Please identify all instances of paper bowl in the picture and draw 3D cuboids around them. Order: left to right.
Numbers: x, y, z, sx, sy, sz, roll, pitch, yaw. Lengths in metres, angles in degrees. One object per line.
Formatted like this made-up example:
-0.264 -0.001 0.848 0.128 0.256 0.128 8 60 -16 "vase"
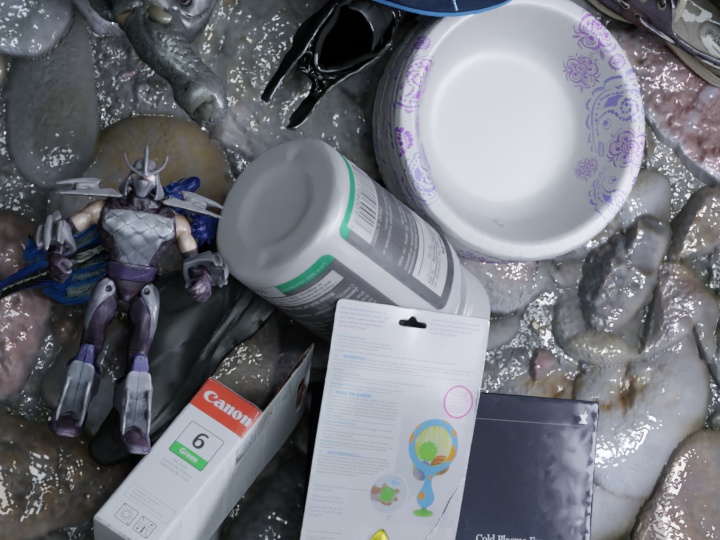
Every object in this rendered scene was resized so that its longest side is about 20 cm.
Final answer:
0.105 -0.106 1.493 0.199 0.104 0.202 1 88 -19 "paper bowl"

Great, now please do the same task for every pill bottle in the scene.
0.000 0.000 1.408 0.200 0.113 0.114 37 75 -42 "pill bottle"

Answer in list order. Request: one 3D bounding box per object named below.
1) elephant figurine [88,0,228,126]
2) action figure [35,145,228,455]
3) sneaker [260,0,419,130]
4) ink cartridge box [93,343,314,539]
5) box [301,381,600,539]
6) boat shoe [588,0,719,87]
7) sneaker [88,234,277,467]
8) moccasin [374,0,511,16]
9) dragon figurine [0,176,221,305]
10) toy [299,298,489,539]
-0.156 -0.216 1.396 0.199 0.142 0.156 27 94 -10 "elephant figurine"
-0.156 0.016 1.332 0.129 0.069 0.202 10 95 -2 "action figure"
0.009 -0.186 1.445 0.200 0.104 0.060 -41 103 5 "sneaker"
-0.109 0.135 1.396 0.050 0.109 0.200 31 60 13 "ink cartridge box"
0.064 0.179 1.469 0.198 0.104 0.184 6 87 -19 "box"
0.245 -0.215 1.566 0.200 0.065 0.072 37 79 -14 "boat shoe"
-0.138 0.053 1.428 0.091 0.076 0.200 41 67 -7 "sneaker"
0.029 -0.225 1.386 0.198 0.068 0.081 2 60 -17 "moccasin"
-0.193 -0.010 1.389 0.199 0.099 0.059 -25 96 -18 "dragon figurine"
0.016 0.125 1.376 0.114 0.047 0.202 8 90 -21 "toy"
